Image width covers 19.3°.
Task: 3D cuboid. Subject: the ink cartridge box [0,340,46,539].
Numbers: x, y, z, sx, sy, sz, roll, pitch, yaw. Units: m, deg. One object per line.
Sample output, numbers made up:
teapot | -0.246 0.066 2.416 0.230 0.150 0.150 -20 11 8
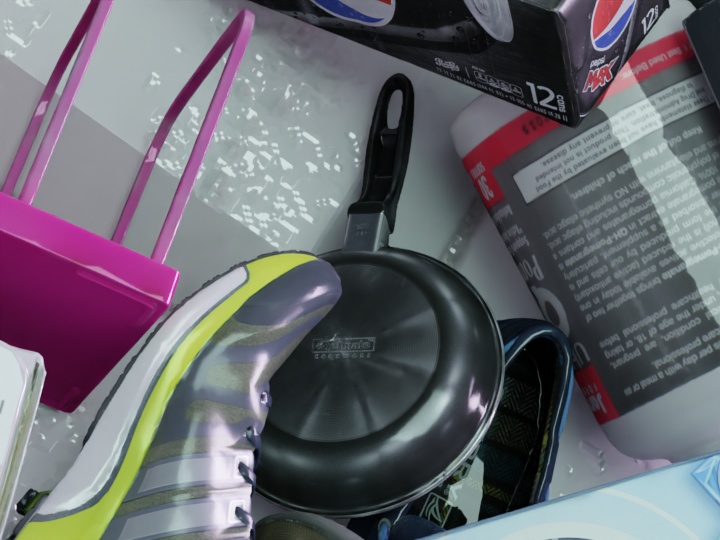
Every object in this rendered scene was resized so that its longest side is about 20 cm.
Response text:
ink cartridge box | -0.191 0.061 0.647 0.145 0.200 0.088 17 70 -15

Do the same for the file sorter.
file sorter | -0.155 -0.060 0.730 0.199 0.139 0.126 24 65 -13

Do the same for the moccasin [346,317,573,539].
moccasin | 0.026 0.105 0.786 0.080 0.068 0.201 20 72 -15

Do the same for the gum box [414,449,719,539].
gum box | 0.070 0.154 0.638 0.199 0.045 0.171 -16 83 -4

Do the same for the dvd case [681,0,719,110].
dvd case | 0.204 -0.023 0.840 0.200 0.025 0.151 8 57 -56

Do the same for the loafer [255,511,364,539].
loafer | 0.000 0.170 0.695 0.069 0.075 0.200 -10 60 -37

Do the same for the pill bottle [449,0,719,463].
pill bottle | 0.126 0.005 0.829 0.110 0.111 0.201 -25 85 -24

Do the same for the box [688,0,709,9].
box | 0.108 -0.202 0.864 0.199 0.049 0.160 18 110 -14

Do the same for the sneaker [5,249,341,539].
sneaker | -0.058 0.082 0.700 0.081 0.074 0.200 32 71 5

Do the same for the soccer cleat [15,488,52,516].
soccer cleat | -0.113 0.164 0.713 0.081 0.068 0.200 18 65 18

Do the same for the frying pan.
frying pan | 0.014 0.006 0.802 0.115 0.031 0.190 20 67 26

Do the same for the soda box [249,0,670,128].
soda box | 0.011 -0.127 0.792 0.200 0.063 0.071 24 62 29
